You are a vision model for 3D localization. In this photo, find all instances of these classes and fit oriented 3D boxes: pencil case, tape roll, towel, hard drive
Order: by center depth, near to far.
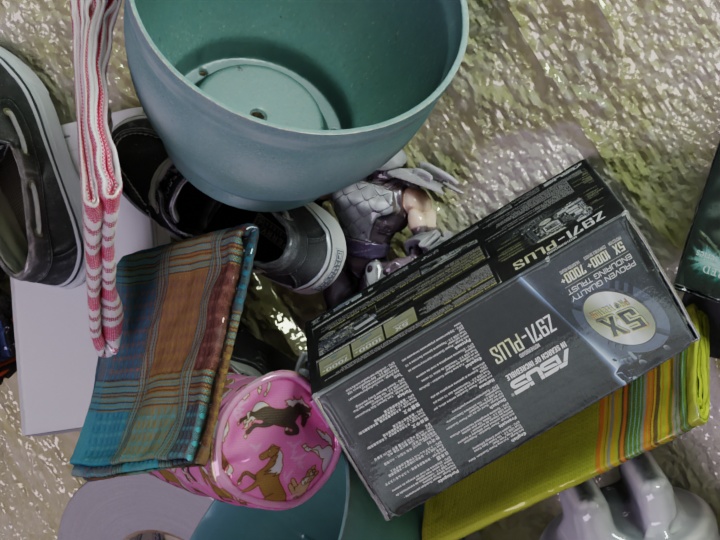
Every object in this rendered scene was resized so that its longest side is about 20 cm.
[{"bbox_3d":[0.114,0.091,1.387,0.199,0.086,0.018,-29,123,30],"label":"towel"},{"bbox_3d":[-0.152,-0.054,1.441,0.030,0.147,0.200,-3,152,-6],"label":"towel"},{"bbox_3d":[-0.120,0.050,1.451,0.022,0.148,0.200,17,167,-23],"label":"towel"},{"bbox_3d":[-0.081,0.095,1.461,0.200,0.082,0.087,7,82,68],"label":"pencil case"},{"bbox_3d":[-0.179,0.003,1.608,0.131,0.026,0.202,-10,82,36],"label":"hard drive"},{"bbox_3d":[-0.115,0.213,1.709,0.199,0.066,0.202,15,122,25],"label":"tape roll"}]

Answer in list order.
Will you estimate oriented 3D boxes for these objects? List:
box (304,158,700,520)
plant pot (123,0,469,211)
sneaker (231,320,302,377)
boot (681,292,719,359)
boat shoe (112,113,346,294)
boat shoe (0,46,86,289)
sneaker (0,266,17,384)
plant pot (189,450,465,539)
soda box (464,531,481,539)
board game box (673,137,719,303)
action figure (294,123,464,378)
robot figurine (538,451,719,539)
[{"bbox_3d":[0.075,0.035,1.374,0.199,0.164,0.087,-31,102,3],"label":"box"},{"bbox_3d":[-0.050,-0.120,1.418,0.200,0.200,0.135,37,144,10],"label":"plant pot"},{"bbox_3d":[-0.095,0.098,1.634,0.201,0.075,0.116,50,140,17],"label":"sneaker"},{"bbox_3d":[0.269,0.062,1.361,0.199,0.066,0.166,18,96,20],"label":"boot"},{"bbox_3d":[-0.099,-0.046,1.499,0.200,0.068,0.072,35,100,34],"label":"boat shoe"},{"bbox_3d":[-0.236,-0.077,1.593,0.072,0.071,0.201,-46,63,26],"label":"boat shoe"},{"bbox_3d":[-0.289,0.001,1.686,0.078,0.075,0.201,27,139,26],"label":"sneaker"},{"bbox_3d":[-0.006,0.219,1.474,0.160,0.202,0.200,30,135,-24],"label":"plant pot"},{"bbox_3d":[0.036,0.181,1.592,0.063,0.068,0.201,-5,112,35],"label":"soda box"},{"bbox_3d":[0.281,-0.021,1.313,0.199,0.028,0.136,21,95,23],"label":"board game box"},{"bbox_3d":[0.000,0.000,1.504,0.130,0.069,0.202,20,109,44],"label":"action figure"},{"bbox_3d":[0.174,0.212,1.490,0.168,0.113,0.202,-16,110,1],"label":"robot figurine"}]
